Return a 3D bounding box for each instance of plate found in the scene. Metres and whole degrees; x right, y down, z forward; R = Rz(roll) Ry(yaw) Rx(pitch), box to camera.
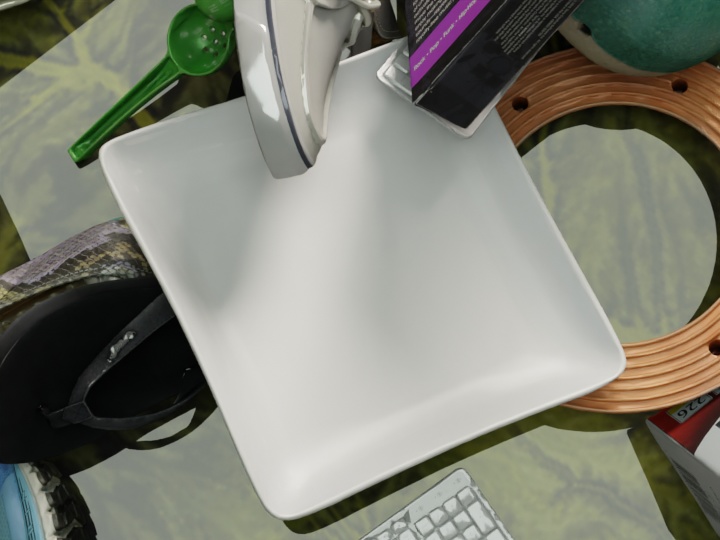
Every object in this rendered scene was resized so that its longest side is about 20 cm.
[{"bbox_3d":[0.000,0.000,1.059,0.199,0.032,0.201,-21,74,-23],"label":"plate"}]

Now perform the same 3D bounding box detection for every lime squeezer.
[{"bbox_3d":[-0.086,-0.125,1.090,0.070,0.200,0.038,-8,64,-31],"label":"lime squeezer"}]

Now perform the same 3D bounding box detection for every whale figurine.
[{"bbox_3d":[0.168,-0.191,1.102,0.159,0.104,0.200,46,64,-18],"label":"whale figurine"}]

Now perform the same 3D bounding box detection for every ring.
[{"bbox_3d":[0.128,-0.022,1.112,0.199,0.019,0.202,-3,67,6],"label":"ring"}]

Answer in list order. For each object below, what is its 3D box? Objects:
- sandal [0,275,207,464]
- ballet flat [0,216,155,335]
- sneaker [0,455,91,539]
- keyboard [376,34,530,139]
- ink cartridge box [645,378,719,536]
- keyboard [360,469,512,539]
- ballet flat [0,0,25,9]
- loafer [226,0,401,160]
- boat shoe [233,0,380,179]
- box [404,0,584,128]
[{"bbox_3d":[-0.095,0.037,1.072,0.199,0.043,0.077,-22,122,-23],"label":"sandal"},{"bbox_3d":[-0.180,0.042,1.095,0.199,0.072,0.072,-29,83,-5],"label":"ballet flat"},{"bbox_3d":[-0.175,0.182,1.079,0.089,0.078,0.202,-5,82,3],"label":"sneaker"},{"bbox_3d":[0.084,-0.148,1.123,0.056,0.011,0.200,37,62,2],"label":"keyboard"},{"bbox_3d":[0.263,0.066,1.037,0.200,0.176,0.084,-38,112,-5],"label":"ink cartridge box"},{"bbox_3d":[-0.014,0.179,1.104,0.199,0.011,0.056,-36,84,-4],"label":"keyboard"},{"bbox_3d":[-0.170,-0.178,1.134,0.199,0.072,0.072,-31,83,-4],"label":"ballet flat"},{"bbox_3d":[-0.014,-0.131,1.133,0.072,0.073,0.201,18,87,-20],"label":"loafer"},{"bbox_3d":[-0.020,-0.140,1.048,0.065,0.072,0.201,-6,63,11],"label":"boat shoe"},{"bbox_3d":[0.073,-0.182,1.055,0.036,0.143,0.201,24,39,-25],"label":"box"}]
